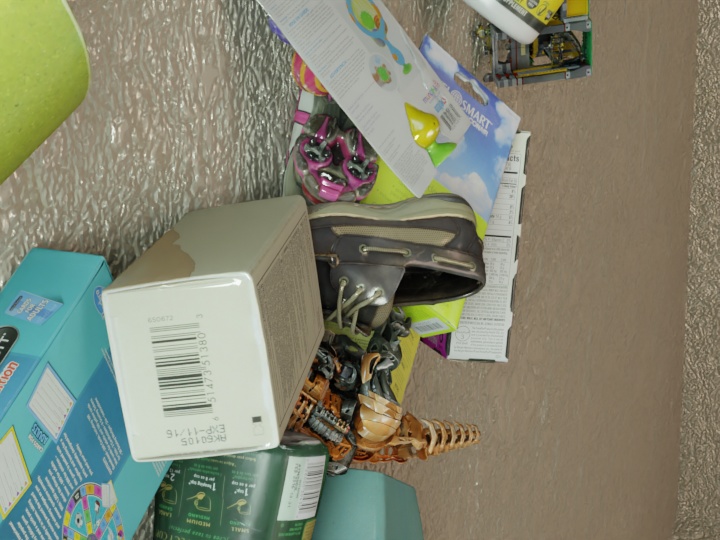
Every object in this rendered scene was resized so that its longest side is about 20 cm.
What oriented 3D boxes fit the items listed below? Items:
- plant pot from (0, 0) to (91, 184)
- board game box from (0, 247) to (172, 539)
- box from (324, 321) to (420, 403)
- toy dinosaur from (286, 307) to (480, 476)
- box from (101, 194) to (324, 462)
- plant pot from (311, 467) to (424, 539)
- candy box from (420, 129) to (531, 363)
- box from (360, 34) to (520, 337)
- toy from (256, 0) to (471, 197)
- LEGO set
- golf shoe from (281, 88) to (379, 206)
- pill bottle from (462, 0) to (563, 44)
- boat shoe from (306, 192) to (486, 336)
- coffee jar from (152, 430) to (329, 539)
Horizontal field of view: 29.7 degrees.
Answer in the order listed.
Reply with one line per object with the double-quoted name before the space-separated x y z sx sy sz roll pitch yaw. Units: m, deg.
"plant pot" -0.208 -0.029 0.371 0.201 0.186 0.187 -58 151 -19
"board game box" -0.167 0.113 0.668 0.152 0.047 0.201 76 29 -43
"box" 0.016 0.017 1.086 0.050 0.075 0.201 65 37 -57
"toy dinosaur" -0.009 0.091 0.953 0.200 0.102 0.136 38 36 -39
"box" -0.073 0.025 0.752 0.200 0.077 0.096 -67 149 -77
"plant pot" -0.026 0.242 0.962 0.141 0.140 0.201 40 57 -66
"candy box" 0.093 -0.029 1.204 0.136 0.061 0.201 -150 -115 -75
"box" 0.048 -0.066 1.045 0.122 0.048 0.201 36 58 -29
"toy" -0.015 -0.143 0.908 0.200 0.047 0.115 48 39 -10
"LEGO set" 0.161 -0.278 1.369 0.154 0.115 0.201 -104 -173 -52
"golf shoe" -0.019 -0.102 0.981 0.092 0.072 0.201 -57 -170 48
"pill bottle" 0.164 -0.310 1.194 0.200 0.112 0.112 -54 163 13
"boat shoe" 0.000 0.000 0.897 0.074 0.199 0.075 64 -26 28
"coffee jar" -0.084 0.196 0.838 0.085 0.104 0.201 13 85 -66
